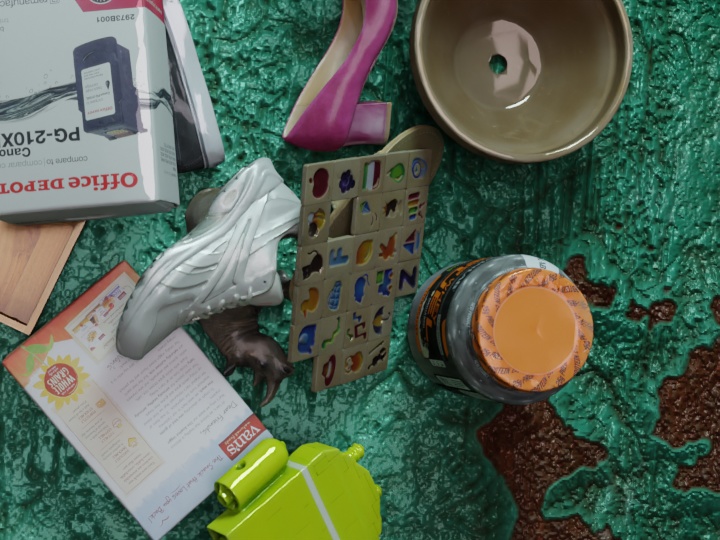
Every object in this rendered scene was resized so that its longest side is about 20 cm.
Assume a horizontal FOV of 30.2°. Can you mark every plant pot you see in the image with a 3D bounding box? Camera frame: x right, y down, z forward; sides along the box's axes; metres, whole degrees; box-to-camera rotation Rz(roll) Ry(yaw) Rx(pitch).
[{"bbox_3d":[0.134,-0.192,1.195,0.199,0.093,0.202,1,87,-11],"label":"plant pot"}]

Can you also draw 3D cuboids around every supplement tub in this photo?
[{"bbox_3d":[0.117,0.049,1.128,0.122,0.200,0.123,1,87,-11],"label":"supplement tub"}]

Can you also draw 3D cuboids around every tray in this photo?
[{"bbox_3d":[-0.281,-0.057,1.138,0.098,0.037,0.201,26,84,-9],"label":"tray"}]

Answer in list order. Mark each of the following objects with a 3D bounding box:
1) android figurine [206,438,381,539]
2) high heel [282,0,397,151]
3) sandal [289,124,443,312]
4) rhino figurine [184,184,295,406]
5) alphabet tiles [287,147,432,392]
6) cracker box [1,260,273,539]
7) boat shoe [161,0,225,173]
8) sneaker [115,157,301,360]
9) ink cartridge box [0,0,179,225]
[{"bbox_3d":[-0.056,0.228,1.137,0.200,0.041,0.183,-40,119,-31],"label":"android figurine"},{"bbox_3d":[-0.023,-0.207,1.179,0.095,0.067,0.201,-2,101,-21],"label":"high heel"},{"bbox_3d":[-0.013,-0.057,1.172,0.212,0.069,0.078,-54,142,-23],"label":"sandal"},{"bbox_3d":[-0.100,0.018,1.157,0.087,0.060,0.201,-8,87,-13],"label":"rhino figurine"},{"bbox_3d":[0.000,0.000,1.145,0.167,0.008,0.201,-13,114,-49],"label":"alphabet tiles"},{"bbox_3d":[-0.189,0.110,1.139,0.134,0.058,0.200,-40,95,-11],"label":"cracker box"},{"bbox_3d":[-0.177,-0.179,1.151,0.066,0.070,0.201,-19,99,-13],"label":"boat shoe"},{"bbox_3d":[-0.113,0.007,1.087,0.099,0.078,0.200,42,83,-3],"label":"sneaker"},{"bbox_3d":[-0.231,-0.143,1.078,0.144,0.084,0.201,-5,89,3],"label":"ink cartridge box"}]
